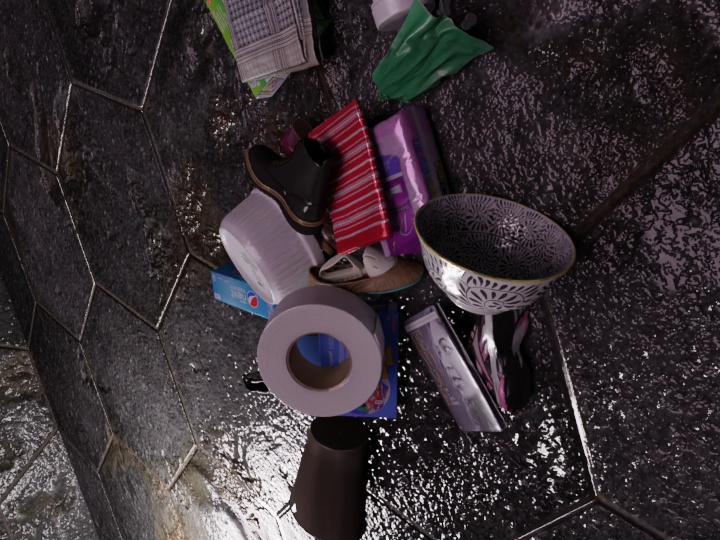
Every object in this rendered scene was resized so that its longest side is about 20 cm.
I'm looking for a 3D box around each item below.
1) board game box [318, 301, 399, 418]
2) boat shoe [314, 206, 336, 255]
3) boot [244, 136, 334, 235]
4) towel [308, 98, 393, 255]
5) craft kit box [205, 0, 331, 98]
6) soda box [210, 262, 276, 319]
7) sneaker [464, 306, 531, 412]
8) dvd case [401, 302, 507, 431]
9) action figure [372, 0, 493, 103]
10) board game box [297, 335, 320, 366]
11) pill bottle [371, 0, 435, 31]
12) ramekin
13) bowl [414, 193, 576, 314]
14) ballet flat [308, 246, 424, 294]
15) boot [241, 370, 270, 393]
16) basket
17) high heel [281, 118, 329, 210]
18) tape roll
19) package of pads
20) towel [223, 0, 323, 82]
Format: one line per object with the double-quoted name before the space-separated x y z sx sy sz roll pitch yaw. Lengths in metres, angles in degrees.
"board game box" -0.001 0.152 1.025 0.132 0.045 0.203 2 112 4
"boat shoe" -0.091 -0.115 1.044 0.070 0.070 0.200 -46 74 4
"boot" -0.107 -0.172 0.940 0.200 0.077 0.139 46 139 25
"towel" -0.018 -0.131 0.892 0.144 0.022 0.203 -13 92 57
"craft kit box" -0.158 -0.427 0.993 0.197 0.048 0.202 -32 83 43
"soda box" -0.213 0.039 1.212 0.198 0.067 0.065 16 117 38
"sneaker" 0.183 0.100 0.861 0.086 0.079 0.204 10 108 51
"dvd case" 0.137 0.153 0.922 0.202 0.016 0.149 62 161 6
"action figure" 0.073 -0.282 0.810 0.117 0.055 0.199 29 154 -18
"board game box" -0.038 0.177 1.086 0.196 0.039 0.160 -4 112 8
"pill bottle" 0.030 -0.422 0.769 0.110 0.111 0.203 -13 97 45
"ramekin" -0.158 -0.036 1.049 0.200 0.105 0.201 44 158 23
"bowl" 0.157 -0.008 0.756 0.199 0.200 0.095 31 129 30
"ballet flat" 0.000 0.000 0.960 0.197 0.068 0.073 -9 125 27
"boot" -0.130 0.201 1.153 0.198 0.130 0.069 -11 100 45
"basket" -0.052 0.389 1.159 0.179 0.135 0.203 30 121 38
"high heel" -0.065 -0.155 1.017 0.202 0.067 0.096 62 159 3
"tape roll" -0.060 0.128 0.957 0.199 0.071 0.206 2 113 5
"package of pads" 0.063 -0.124 0.882 0.120 0.075 0.203 -12 98 49
"towel" -0.147 -0.404 0.939 0.198 0.034 0.196 3 108 42
